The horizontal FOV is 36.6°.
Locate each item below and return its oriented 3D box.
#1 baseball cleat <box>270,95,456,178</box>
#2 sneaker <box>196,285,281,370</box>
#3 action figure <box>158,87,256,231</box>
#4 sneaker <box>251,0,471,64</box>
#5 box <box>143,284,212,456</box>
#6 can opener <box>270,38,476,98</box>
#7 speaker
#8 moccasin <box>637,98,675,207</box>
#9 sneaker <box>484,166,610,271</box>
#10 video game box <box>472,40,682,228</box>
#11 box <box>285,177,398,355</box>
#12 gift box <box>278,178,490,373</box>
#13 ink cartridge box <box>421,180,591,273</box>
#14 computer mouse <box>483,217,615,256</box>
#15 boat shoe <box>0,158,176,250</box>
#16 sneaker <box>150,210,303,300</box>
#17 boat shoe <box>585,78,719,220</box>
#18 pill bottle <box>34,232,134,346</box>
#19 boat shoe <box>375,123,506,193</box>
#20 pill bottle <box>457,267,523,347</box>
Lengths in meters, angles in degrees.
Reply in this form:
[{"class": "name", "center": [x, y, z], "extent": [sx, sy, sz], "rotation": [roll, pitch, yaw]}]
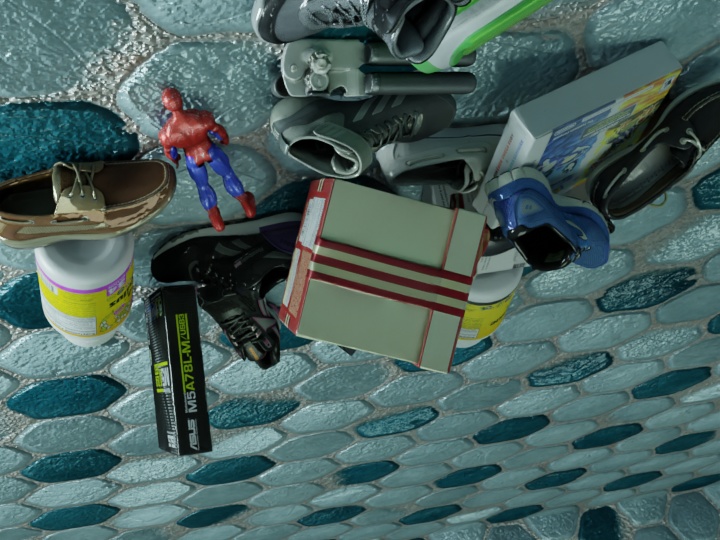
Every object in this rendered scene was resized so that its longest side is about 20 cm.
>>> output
[{"class": "baseball cleat", "center": [0.012, -0.132, 1.076], "extent": [0.198, 0.107, 0.070], "rotation": [-8, 136, -16]}, {"class": "sneaker", "center": [-0.148, 0.074, 1.447], "extent": [0.080, 0.087, 0.200], "rotation": [-22, 153, 14]}, {"class": "action figure", "center": [-0.159, -0.115, 1.097], "extent": [0.065, 0.052, 0.200], "rotation": [-19, 150, 0]}, {"class": "sneaker", "center": [-0.001, -0.215, 0.892], "extent": [0.199, 0.115, 0.075], "rotation": [-24, 152, 22]}, {"class": "box", "center": [-0.224, 0.122, 1.319], "extent": [0.047, 0.195, 0.200], "rotation": [-3, 175, -17]}, {"class": "can opener", "center": [0.015, -0.193, 1.037], "extent": [0.198, 0.053, 0.066], "rotation": [-4, -172, -16]}, {"class": "speaker", "center": [0.120, -0.248, 0.917], "extent": [0.199, 0.089, 0.088], "rotation": [-28, 151, 29]}, {"class": "moccasin", "center": [0.337, -0.119, 1.298], "extent": [0.073, 0.078, 0.201], "rotation": [2, 151, -34]}, {"class": "sneaker", "center": [0.201, -0.032, 1.146], "extent": [0.078, 0.090, 0.199], "rotation": [-25, 148, 35]}, {"class": "video game box", "center": [0.228, -0.142, 1.169], "extent": [0.199, 0.047, 0.183], "rotation": [-27, 162, -19]}, {"class": "box", "center": [0.000, 0.000, 1.318], "extent": [0.161, 0.043, 0.200], "rotation": [-51, 156, -11]}, {"class": "gift box", "center": [0.028, -0.005, 1.145], "extent": [0.185, 0.186, 0.200], "rotation": [14, -174, -10]}, {"class": "ink cartridge box", "center": [0.177, -0.067, 1.320], "extent": [0.198, 0.085, 0.146], "rotation": [-9, 154, -7]}, {"class": "computer mouse", "center": [0.206, -0.038, 1.254], "extent": [0.198, 0.034, 0.059], "rotation": [-5, 149, -15]}, {"class": "boat shoe", "center": [-0.284, -0.073, 1.095], "extent": [0.198, 0.076, 0.072], "rotation": [-16, 153, 2]}, {"class": "sneaker", "center": [-0.150, -0.005, 1.282], "extent": [0.198, 0.088, 0.076], "rotation": [-14, 155, 3]}, {"class": "boat shoe", "center": [0.335, -0.129, 1.182], "extent": [0.199, 0.060, 0.074], "rotation": [-35, 117, 12]}, {"class": "pill bottle", "center": [-0.307, 0.012, 1.221], "extent": [0.103, 0.105, 0.200], "rotation": [-6, 154, -15]}, {"class": "boat shoe", "center": [0.112, -0.119, 1.201], "extent": [0.198, 0.066, 0.072], "rotation": [1, 151, -28]}, {"class": "pill bottle", "center": [0.148, 0.027, 1.467], "extent": [0.111, 0.113, 0.200], "rotation": [-9, 155, -8]}]
